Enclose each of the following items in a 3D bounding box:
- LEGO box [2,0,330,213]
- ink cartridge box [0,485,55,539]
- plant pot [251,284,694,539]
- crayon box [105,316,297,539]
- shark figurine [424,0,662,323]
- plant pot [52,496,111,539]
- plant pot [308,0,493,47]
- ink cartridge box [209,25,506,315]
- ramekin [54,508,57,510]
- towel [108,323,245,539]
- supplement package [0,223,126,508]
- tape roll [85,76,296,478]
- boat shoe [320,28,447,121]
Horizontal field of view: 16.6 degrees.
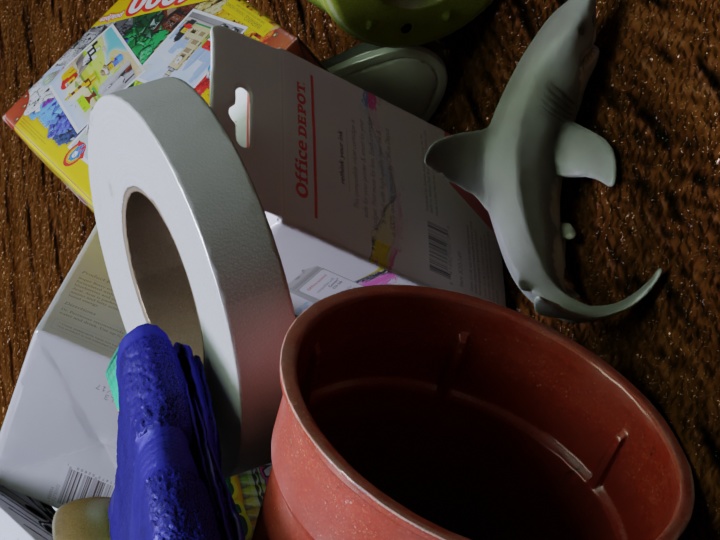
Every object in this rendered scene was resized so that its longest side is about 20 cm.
[{"bbox_3d":[-0.106,-0.088,1.455,0.149,0.077,0.200,-45,33,-4],"label":"LEGO box"},{"bbox_3d":[-0.169,0.187,1.433,0.200,0.094,0.044,36,91,40],"label":"ink cartridge box"},{"bbox_3d":[0.027,0.145,1.162,0.201,0.199,0.196,-110,36,-52],"label":"plant pot"},{"bbox_3d":[-0.052,0.118,1.344,0.058,0.118,0.201,-55,47,44],"label":"crayon box"},{"bbox_3d":[0.077,-0.037,1.276,0.128,0.089,0.216,-49,32,43],"label":"shark figurine"},{"bbox_3d":[-0.091,0.197,1.369,0.027,0.200,0.200,-43,32,8],"label":"plant pot"},{"bbox_3d":[0.001,-0.235,1.458,0.201,0.199,0.193,-60,39,26],"label":"plant pot"},{"bbox_3d":[-0.018,-0.038,1.327,0.067,0.199,0.117,-35,43,38],"label":"ink cartridge box"},{"bbox_3d":[-0.149,0.214,1.572,0.200,0.097,0.202,-43,39,48],"label":"ramekin"},{"bbox_3d":[-0.082,0.142,1.160,0.201,0.049,0.148,-106,17,-47],"label":"towel"},{"bbox_3d":[-0.131,0.052,1.519,0.200,0.121,0.120,-68,1,-58],"label":"supplement package"},{"bbox_3d":[-0.085,0.003,1.240,0.203,0.037,0.204,162,90,-71],"label":"tape roll"},{"bbox_3d":[-0.018,-0.100,1.524,0.201,0.072,0.061,-33,31,43],"label":"boat shoe"}]
